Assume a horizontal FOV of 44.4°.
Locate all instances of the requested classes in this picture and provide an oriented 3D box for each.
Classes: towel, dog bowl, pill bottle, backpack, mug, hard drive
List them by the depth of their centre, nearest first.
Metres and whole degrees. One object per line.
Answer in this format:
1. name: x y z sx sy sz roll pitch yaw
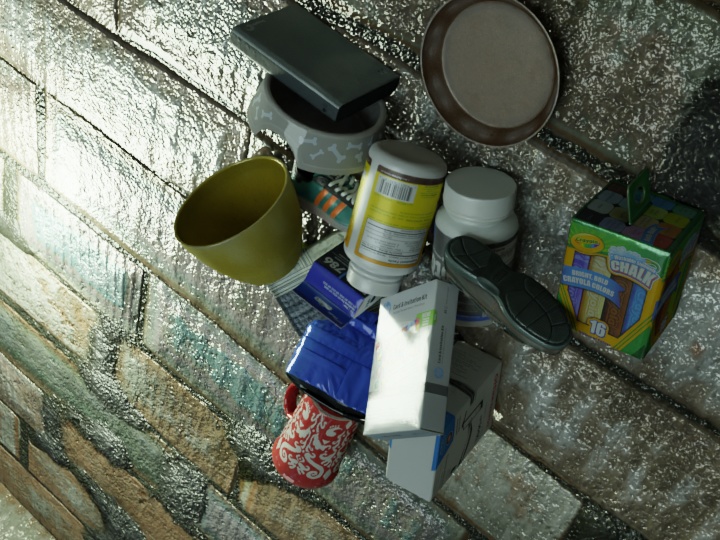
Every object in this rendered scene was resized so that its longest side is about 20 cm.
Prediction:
1. pill bottle: 0.042 -0.069 1.208 0.109 0.109 0.200 29 117 25
2. pill bottle: 0.155 -0.033 1.211 0.114 0.114 0.200 23 129 30
3. hard drive: -0.063 -0.291 1.221 0.200 0.140 0.033 38 136 17
4. dog bowl: -0.054 -0.220 1.224 0.200 0.200 0.059 39 137 16
5. backpack: 0.000 0.148 1.372 0.200 0.168 0.163 19 167 22
6. towel: -0.039 0.039 1.446 0.200 0.035 0.193 -25 103 25
7. mug: -0.088 0.277 1.622 0.177 0.133 0.200 38 132 14

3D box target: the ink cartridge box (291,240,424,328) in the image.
1. ink cartridge box: 0.000 0.000 1.308 0.099 0.200 0.039 36 136 17

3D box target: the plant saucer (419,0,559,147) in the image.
1. plant saucer: 0.167 -0.256 1.117 0.200 0.034 0.201 23 129 31

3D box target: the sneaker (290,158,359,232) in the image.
1. sneaker: -0.033 -0.120 1.356 0.200 0.071 0.080 25 135 30

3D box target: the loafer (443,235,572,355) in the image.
1. loafer: 0.182 0.037 1.110 0.200 0.072 0.063 45 151 25

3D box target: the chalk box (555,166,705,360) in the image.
1. chalk box: 0.325 -0.021 1.059 0.124 0.125 0.200 25 132 28

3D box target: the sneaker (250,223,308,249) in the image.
1. sneaker: -0.117 -0.020 1.512 0.200 0.074 0.084 49 169 -3

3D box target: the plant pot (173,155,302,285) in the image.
1. plant pot: -0.170 -0.060 1.382 0.200 0.200 0.142 8 142 39

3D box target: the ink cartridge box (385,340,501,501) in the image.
1. ink cartridge box: 0.129 0.224 1.338 0.084 0.200 0.146 23 130 26

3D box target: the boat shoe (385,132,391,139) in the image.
1. boat shoe: -0.039 -0.200 1.315 0.200 0.063 0.073 32 133 23

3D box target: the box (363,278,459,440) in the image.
1. box: 0.068 0.124 1.198 0.041 0.200 0.156 17 161 -24

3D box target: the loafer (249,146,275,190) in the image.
1. loafer: -0.202 -0.144 1.505 0.200 0.072 0.063 -28 79 41
